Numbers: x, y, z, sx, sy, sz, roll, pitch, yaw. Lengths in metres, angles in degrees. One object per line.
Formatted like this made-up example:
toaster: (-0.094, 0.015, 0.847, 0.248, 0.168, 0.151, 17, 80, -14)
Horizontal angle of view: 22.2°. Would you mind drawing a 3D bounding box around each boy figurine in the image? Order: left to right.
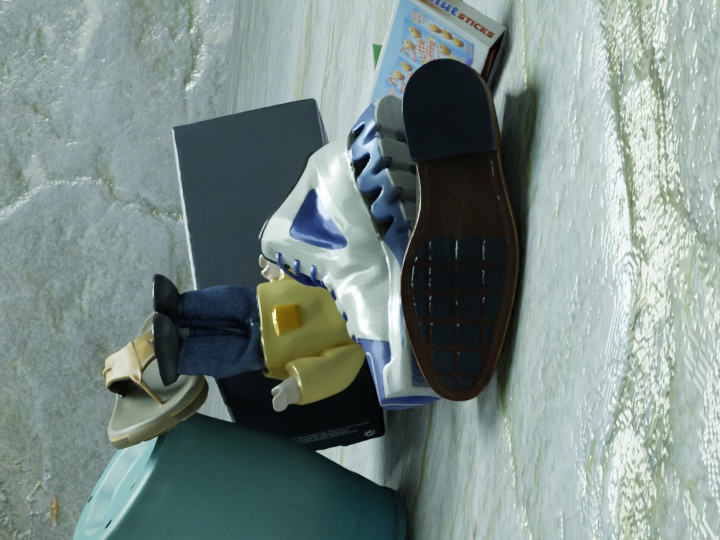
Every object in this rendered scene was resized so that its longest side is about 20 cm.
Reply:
boy figurine: (-0.040, 0.040, 1.246, 0.065, 0.198, 0.125, 82, -174, -52)

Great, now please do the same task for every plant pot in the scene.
plant pot: (-0.099, 0.197, 1.339, 0.200, 0.187, 0.200, -50, 16, 19)

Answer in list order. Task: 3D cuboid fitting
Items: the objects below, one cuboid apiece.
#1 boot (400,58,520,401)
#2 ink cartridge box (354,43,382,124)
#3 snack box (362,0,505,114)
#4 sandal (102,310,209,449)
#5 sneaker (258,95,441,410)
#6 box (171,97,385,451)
boot: (0.067, -0.025, 1.117, 0.097, 0.074, 0.202, -14, -76, -76)
ink cartridge box: (0.032, -0.123, 1.375, 0.201, 0.047, 0.146, 101, 170, -45)
snack box: (0.040, -0.107, 1.239, 0.024, 0.072, 0.201, -48, -14, -35)
sandal: (-0.152, 0.066, 1.325, 0.054, 0.080, 0.200, 55, -166, -22)
sneaker: (0.000, -0.001, 1.188, 0.115, 0.080, 0.201, -22, 68, 34)
box: (-0.060, 0.012, 1.414, 0.199, 0.122, 0.201, 76, -178, -60)
